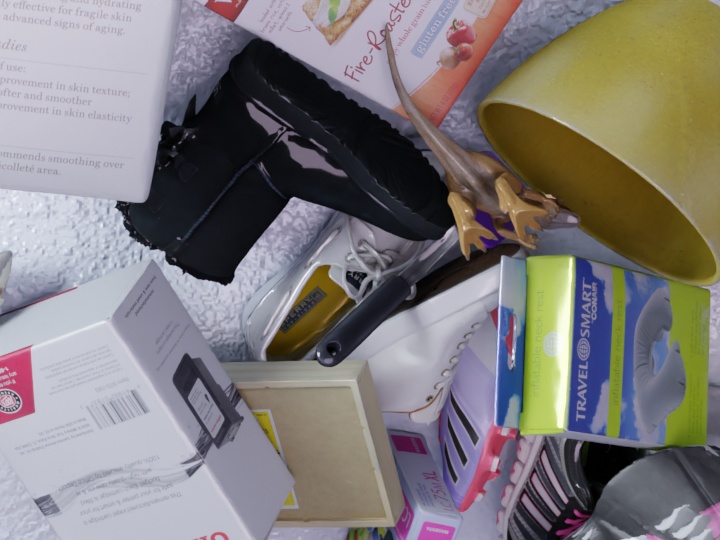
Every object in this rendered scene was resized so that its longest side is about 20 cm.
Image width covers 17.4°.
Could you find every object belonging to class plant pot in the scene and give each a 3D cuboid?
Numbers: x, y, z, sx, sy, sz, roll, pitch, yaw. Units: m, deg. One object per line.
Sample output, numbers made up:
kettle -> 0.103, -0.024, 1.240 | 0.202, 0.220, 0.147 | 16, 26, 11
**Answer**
plant pot -> 0.200, -0.105, 1.590 | 0.200, 0.200, 0.142 | 42, 79, -25

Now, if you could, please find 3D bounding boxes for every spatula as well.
spatula -> 0.041, -0.003, 1.609 | 0.057, 0.021, 0.200 | 45, 73, 3

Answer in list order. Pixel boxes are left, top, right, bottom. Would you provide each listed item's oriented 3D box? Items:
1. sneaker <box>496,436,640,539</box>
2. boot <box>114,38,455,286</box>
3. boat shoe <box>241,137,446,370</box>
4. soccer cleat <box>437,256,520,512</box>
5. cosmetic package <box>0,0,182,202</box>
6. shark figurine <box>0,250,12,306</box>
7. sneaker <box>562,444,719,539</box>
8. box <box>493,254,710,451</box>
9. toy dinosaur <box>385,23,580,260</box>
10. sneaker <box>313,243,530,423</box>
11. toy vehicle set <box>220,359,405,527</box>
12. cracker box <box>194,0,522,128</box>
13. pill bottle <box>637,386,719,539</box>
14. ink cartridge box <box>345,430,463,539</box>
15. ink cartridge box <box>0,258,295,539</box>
sneaker -> 0.160, 0.163, 1.736 | 0.074, 0.087, 0.200 | -14, 123, -39
boot -> -0.057, -0.049, 1.581 | 0.198, 0.073, 0.162 | 37, 121, -15
boat shoe -> -0.004, -0.002, 1.636 | 0.202, 0.086, 0.075 | -44, 116, 10
soccer cleat -> 0.083, 0.082, 1.717 | 0.076, 0.067, 0.200 | 21, 118, 13
cosmetic package -> -0.206, -0.170, 1.471 | 0.167, 0.166, 0.200 | 6, 114, -15
shark figurine -> -0.339, 0.057, 1.587 | 0.089, 0.214, 0.128 | 44, 137, 11
sneaker -> 0.201, 0.187, 1.686 | 0.200, 0.080, 0.086 | -36, 163, 28
box -> 0.170, 0.059, 1.625 | 0.200, 0.048, 0.122 | 11, 78, -49
toy dinosaur -> 0.072, -0.063, 1.569 | 0.060, 0.106, 0.200 | -40, 127, 14
sneaker -> 0.055, 0.052, 1.656 | 0.200, 0.073, 0.085 | -33, 100, 32
toy vehicle set -> -0.077, 0.124, 1.662 | 0.200, 0.027, 0.124 | -2, 120, 21
cracker box -> 0.000, -0.197, 1.562 | 0.200, 0.058, 0.134 | 27, 107, -21
pill bottle -> 0.251, 0.196, 1.771 | 0.109, 0.109, 0.200 | 3, 114, -13
ink cartridge box -> 0.015, 0.233, 1.732 | 0.042, 0.119, 0.200 | 10, 112, -17
ink cartridge box -> -0.160, 0.112, 1.615 | 0.145, 0.083, 0.200 | -19, 113, 29
